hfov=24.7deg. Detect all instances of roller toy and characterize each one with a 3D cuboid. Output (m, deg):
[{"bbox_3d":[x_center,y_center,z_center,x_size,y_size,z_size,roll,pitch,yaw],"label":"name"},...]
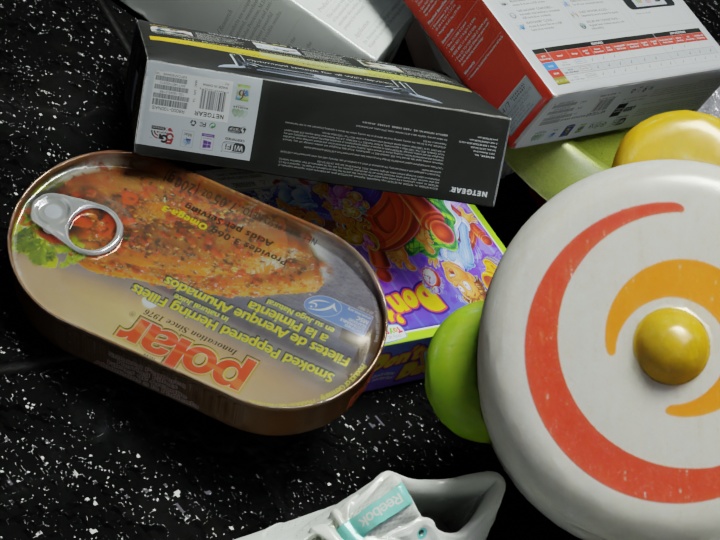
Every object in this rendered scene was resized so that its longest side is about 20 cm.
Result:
[{"bbox_3d":[0.148,0.043,0.802,0.183,0.200,0.140,47,-4,11],"label":"roller toy"}]

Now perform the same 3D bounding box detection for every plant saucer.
[{"bbox_3d":[0.157,-0.105,1.081,0.198,0.031,0.201,20,44,-21],"label":"plant saucer"}]

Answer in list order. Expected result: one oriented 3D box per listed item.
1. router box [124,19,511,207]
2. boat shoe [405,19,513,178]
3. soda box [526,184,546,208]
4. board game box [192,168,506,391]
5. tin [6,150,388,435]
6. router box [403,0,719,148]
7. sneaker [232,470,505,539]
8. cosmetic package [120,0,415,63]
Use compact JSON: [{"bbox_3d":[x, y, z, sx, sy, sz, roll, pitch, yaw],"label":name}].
[{"bbox_3d":[-0.031,-0.091,0.926,0.198,0.053,0.157,8,14,-12],"label":"router box"},{"bbox_3d":[0.078,-0.155,1.136,0.068,0.072,0.201,-18,56,-11],"label":"boat shoe"},{"bbox_3d":[0.189,-0.004,1.086,0.069,0.064,0.201,1,48,-35],"label":"soda box"},{"bbox_3d":[0.000,0.000,0.948,0.199,0.045,0.135,-9,55,-44],"label":"board game box"},{"bbox_3d":[-0.083,0.012,0.830,0.198,0.042,0.112,24,52,7],"label":"tin"},{"bbox_3d":[0.123,-0.172,1.055,0.199,0.049,0.180,-13,62,-44],"label":"router box"},{"bbox_3d":[-0.011,0.131,0.761,0.199,0.089,0.076,-14,60,-46],"label":"sneaker"},{"bbox_3d":[-0.069,-0.186,1.069,0.199,0.081,0.113,35,36,1],"label":"cosmetic package"}]
